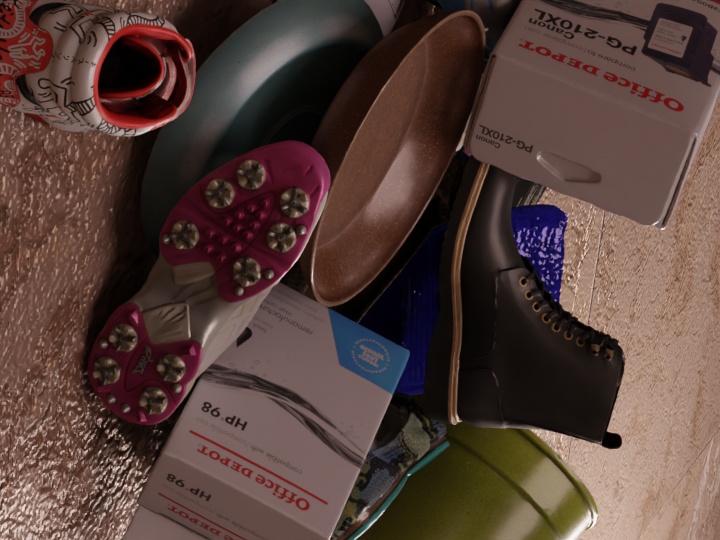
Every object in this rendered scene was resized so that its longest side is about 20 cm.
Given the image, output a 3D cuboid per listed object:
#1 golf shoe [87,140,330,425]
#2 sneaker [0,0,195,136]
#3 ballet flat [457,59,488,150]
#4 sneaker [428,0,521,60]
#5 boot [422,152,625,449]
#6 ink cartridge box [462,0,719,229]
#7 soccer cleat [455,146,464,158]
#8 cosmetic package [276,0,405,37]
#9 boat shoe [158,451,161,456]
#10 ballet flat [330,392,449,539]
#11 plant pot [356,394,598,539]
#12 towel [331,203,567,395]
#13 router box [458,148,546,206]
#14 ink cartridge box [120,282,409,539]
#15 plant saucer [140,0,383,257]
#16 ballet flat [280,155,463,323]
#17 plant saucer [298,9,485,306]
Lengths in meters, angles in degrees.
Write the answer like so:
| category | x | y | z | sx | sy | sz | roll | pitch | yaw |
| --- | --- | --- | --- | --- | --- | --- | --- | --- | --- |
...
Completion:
| category | x | y | z | sx | sy | sz | roll | pitch | yaw |
| --- | --- | --- | --- | --- | --- | --- | --- | --- | --- |
| golf shoe | -0.083 | -0.001 | 1.183 | 0.200 | 0.075 | 0.092 | -49 | 176 | 20 |
| sneaker | -0.123 | -0.097 | 1.021 | 0.201 | 0.107 | 0.068 | 8 | 98 | -68 |
| ballet flat | 0.093 | -0.112 | 1.424 | 0.068 | 0.199 | 0.076 | 134 | -39 | -55 |
| sneaker | 0.083 | -0.191 | 1.407 | 0.200 | 0.072 | 0.072 | 34 | 74 | -80 |
| boot | 0.123 | 0.018 | 1.365 | 0.078 | 0.137 | 0.201 | -53 | 151 | -61 |
| ink cartridge box | 0.170 | -0.137 | 1.352 | 0.200 | 0.144 | 0.085 | -60 | 169 | -48 |
| soccer cleat | 0.075 | -0.144 | 1.506 | 0.201 | 0.069 | 0.087 | -60 | 154 | -29 |
| cosmetic package | -0.007 | -0.183 | 1.312 | 0.201 | 0.050 | 0.083 | -66 | 155 | -16 |
| boat shoe | -0.066 | 0.123 | 1.367 | 0.201 | 0.060 | 0.073 | -11 | 122 | -65 |
| ballet flat | 0.002 | 0.128 | 1.363 | 0.200 | 0.074 | 0.075 | -32 | 134 | -72 |
| plant pot | 0.049 | 0.212 | 1.567 | 0.193 | 0.200 | 0.201 | -52 | 152 | -18 |
| towel | 0.053 | 0.032 | 1.447 | 0.198 | 0.050 | 0.149 | -10 | 126 | -16 |
| router box | 0.092 | -0.040 | 1.550 | 0.149 | 0.051 | 0.201 | -45 | 166 | -48 |
| ink cartridge box | -0.058 | 0.111 | 1.242 | 0.067 | 0.115 | 0.201 | -60 | -176 | 48 |
| plant saucer | -0.050 | -0.077 | 1.227 | 0.200 | 0.027 | 0.201 | -37 | 150 | -26 |
| ballet flat | 0.000 | 0.000 | 1.358 | 0.200 | 0.046 | 0.067 | -48 | 132 | 2 |
| plant saucer | 0.011 | -0.075 | 1.240 | 0.201 | 0.036 | 0.201 | -53 | 162 | -25 |
